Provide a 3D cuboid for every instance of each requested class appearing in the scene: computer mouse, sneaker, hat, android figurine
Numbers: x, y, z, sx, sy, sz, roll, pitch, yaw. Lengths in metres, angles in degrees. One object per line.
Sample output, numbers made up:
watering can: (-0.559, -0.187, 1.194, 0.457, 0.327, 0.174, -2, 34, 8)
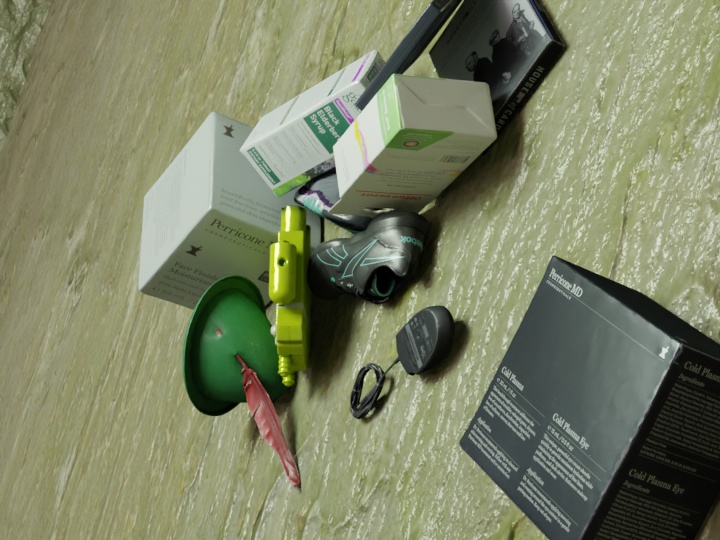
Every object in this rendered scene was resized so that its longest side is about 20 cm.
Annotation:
computer mouse: (0.045, 0.100, 1.490, 0.200, 0.034, 0.059, -46, 51, 46)
sneaker: (-0.020, -0.100, 1.693, 0.088, 0.074, 0.200, -63, 27, 2)
hat: (-0.098, 0.119, 1.696, 0.175, 0.165, 0.202, 12, 110, 33)
sneaker: (0.000, 0.000, 1.584, 0.200, 0.075, 0.080, -32, 47, 50)
android figurine: (-0.080, 0.033, 1.664, 0.182, 0.041, 0.202, 81, -169, -74)

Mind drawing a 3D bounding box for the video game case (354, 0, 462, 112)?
video game case: (0.068, -0.257, 1.533, 0.143, 0.019, 0.200, -51, 0, 31)

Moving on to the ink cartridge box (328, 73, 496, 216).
ink cartridge box: (0.046, -0.127, 1.505, 0.200, 0.116, 0.068, 136, 131, -55)

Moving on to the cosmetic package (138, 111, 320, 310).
cosmetic package: (-0.170, -0.063, 1.836, 0.200, 0.164, 0.166, -44, 37, 41)

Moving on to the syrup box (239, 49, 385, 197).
syrup box: (-0.040, -0.175, 1.699, 0.199, 0.079, 0.082, -25, 24, 35)

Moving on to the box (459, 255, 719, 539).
box: (0.196, 0.115, 1.120, 0.183, 0.103, 0.200, -65, 28, 10)

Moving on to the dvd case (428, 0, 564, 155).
dvd case: (0.143, -0.240, 1.541, 0.151, 0.025, 0.201, -54, 31, 28)
